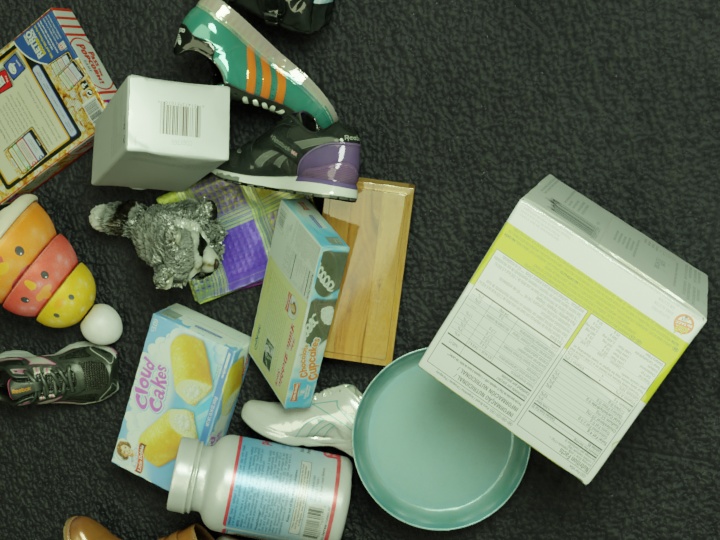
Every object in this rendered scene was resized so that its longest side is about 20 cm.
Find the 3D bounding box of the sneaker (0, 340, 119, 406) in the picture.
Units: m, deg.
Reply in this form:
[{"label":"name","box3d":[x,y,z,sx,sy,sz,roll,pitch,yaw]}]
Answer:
[{"label":"sneaker","box3d":[-0.394,0.141,1.403,0.197,0.086,0.081,-9,98,19]}]

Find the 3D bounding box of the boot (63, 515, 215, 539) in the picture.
[{"label":"boot","box3d":[-0.259,0.353,1.393,0.155,0.077,0.201,-37,92,27]}]

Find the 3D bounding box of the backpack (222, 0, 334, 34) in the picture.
[{"label":"backpack","box3d":[-0.074,-0.377,1.184,0.162,0.154,0.202,24,130,20]}]

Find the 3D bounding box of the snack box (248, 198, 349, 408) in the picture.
[{"label":"snack box","box3d":[-0.071,0.037,1.249,0.116,0.037,0.202,49,131,50]}]

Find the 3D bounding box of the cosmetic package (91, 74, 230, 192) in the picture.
[{"label":"cosmetic package","box3d":[-0.218,-0.142,1.220,0.111,0.199,0.082,4,84,-25]}]

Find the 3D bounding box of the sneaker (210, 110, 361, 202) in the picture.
[{"label":"sneaker","box3d":[-0.078,-0.129,1.225,0.198,0.075,0.089,11,94,34]}]

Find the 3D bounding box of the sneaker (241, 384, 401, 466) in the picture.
[{"label":"sneaker","box3d":[-0.039,0.165,1.302,0.198,0.070,0.081,9,97,9]}]

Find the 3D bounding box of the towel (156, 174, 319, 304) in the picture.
[{"label":"towel","box3d":[-0.133,-0.053,1.315,0.198,0.023,0.145,-18,94,20]}]

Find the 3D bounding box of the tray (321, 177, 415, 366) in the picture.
[{"label":"tray","box3d":[0.000,0.000,1.260,0.097,0.037,0.203,7,101,3]}]

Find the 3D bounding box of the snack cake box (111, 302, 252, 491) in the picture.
[{"label":"snack cake box","box3d":[-0.213,0.156,1.355,0.114,0.067,0.202,22,106,13]}]

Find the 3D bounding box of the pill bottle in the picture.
[{"label":"pill bottle","box3d":[-0.114,0.248,1.284,0.197,0.109,0.110,12,104,-6]}]

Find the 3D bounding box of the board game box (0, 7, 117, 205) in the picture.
[{"label":"board game box","box3d":[-0.393,-0.196,1.365,0.199,0.046,0.153,-30,89,21]}]

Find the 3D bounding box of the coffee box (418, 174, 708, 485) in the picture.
[{"label":"coffee box","box3d":[0.206,0.050,1.123,0.199,0.200,0.199,34,109,9]}]

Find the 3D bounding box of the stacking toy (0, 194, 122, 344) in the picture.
[{"label":"stacking toy","box3d":[-0.369,0.017,1.370,0.199,0.146,0.147,36,109,-9]}]

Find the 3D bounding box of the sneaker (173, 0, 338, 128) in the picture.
[{"label":"sneaker","box3d":[-0.115,-0.204,1.222,0.199,0.071,0.080,39,86,-21]}]

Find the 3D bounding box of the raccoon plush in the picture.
[{"label":"raccoon plush","box3d":[-0.244,-0.025,1.274,0.197,0.134,0.098,-2,100,19]}]

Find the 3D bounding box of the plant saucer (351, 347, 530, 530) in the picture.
[{"label":"plant saucer","box3d":[0.088,0.183,1.249,0.197,0.027,0.203,0,92,-3]}]

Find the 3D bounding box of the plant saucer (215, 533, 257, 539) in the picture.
[{"label":"plant saucer","box3d":[-0.082,0.328,1.281,0.198,0.200,0.033,9,81,17]}]
